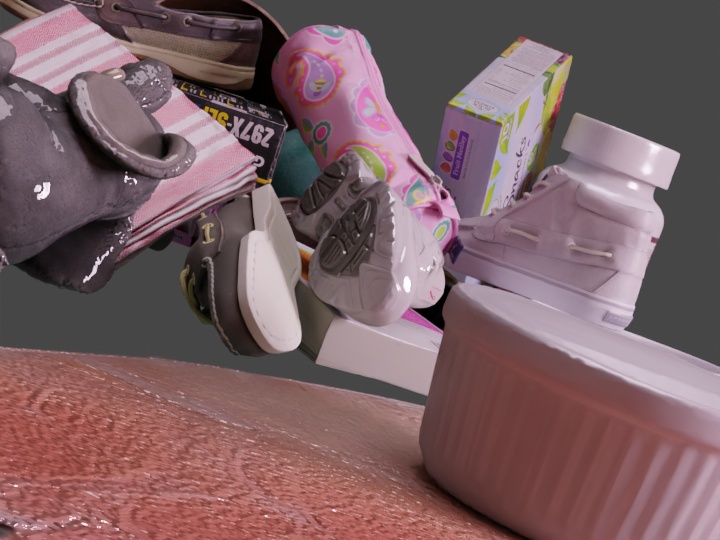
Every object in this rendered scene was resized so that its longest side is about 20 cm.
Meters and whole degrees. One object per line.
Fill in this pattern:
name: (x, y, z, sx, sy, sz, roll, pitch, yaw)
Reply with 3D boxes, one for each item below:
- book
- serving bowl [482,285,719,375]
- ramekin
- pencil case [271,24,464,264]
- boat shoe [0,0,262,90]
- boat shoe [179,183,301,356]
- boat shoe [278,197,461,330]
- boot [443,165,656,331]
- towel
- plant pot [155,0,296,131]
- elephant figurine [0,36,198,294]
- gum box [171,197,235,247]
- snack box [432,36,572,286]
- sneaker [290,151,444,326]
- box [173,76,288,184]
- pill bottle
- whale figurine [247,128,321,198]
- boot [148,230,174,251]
book: (-0.005, 0.029, 1.336, 0.133, 0.048, 0.200, 19, 8, -28)
serving bowl: (0.166, 0.073, 1.411, 0.199, 0.066, 0.200, 19, 4, -1)
ramekin: (0.121, 0.086, 1.025, 0.201, 0.095, 0.202, 21, 5, -2)
pencil case: (0.004, -0.088, 1.475, 0.087, 0.087, 0.200, 15, 38, -45)
boat shoe: (-0.170, -0.192, 1.530, 0.199, 0.065, 0.073, 16, 8, -14)
boat shoe: (-0.073, 0.006, 1.214, 0.060, 0.072, 0.202, -20, 19, 7)
boat shoe: (0.000, 0.000, 1.498, 0.199, 0.072, 0.059, 24, 0, -37)
boot: (0.125, -0.030, 1.467, 0.199, 0.096, 0.073, 21, 4, 35)
towel: (-0.181, -0.089, 1.326, 0.200, 0.030, 0.146, 40, 47, 20)
plant pot: (-0.174, -0.156, 1.899, 0.186, 0.188, 0.200, 19, -8, -21)
elephant figurine: (-0.158, -0.063, 1.137, 0.199, 0.156, 0.141, 5, -7, -39)
gum box: (-0.162, -0.072, 1.571, 0.113, 0.066, 0.200, 20, 6, 2)
snack box: (0.100, -0.067, 1.605, 0.053, 0.201, 0.142, 24, 37, 18)
sneaker: (0.020, -0.008, 1.275, 0.099, 0.078, 0.200, 39, 13, -19)
box: (-0.136, -0.117, 1.497, 0.159, 0.050, 0.200, 16, 6, -6)
pill bottle: (0.175, -0.016, 1.614, 0.109, 0.201, 0.110, 21, 6, -2)
whale figurine: (0.000, -0.043, 1.659, 0.200, 0.104, 0.159, 31, 20, -23)
boot: (-0.210, -0.071, 1.440, 0.138, 0.078, 0.200, 25, 16, -20)
